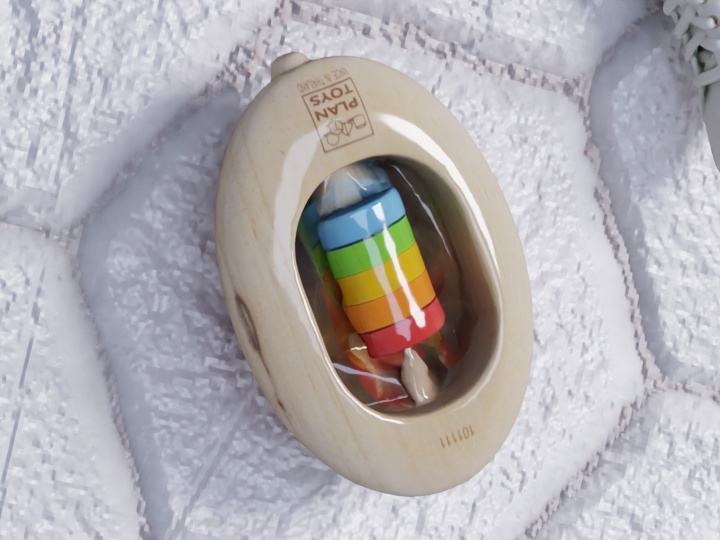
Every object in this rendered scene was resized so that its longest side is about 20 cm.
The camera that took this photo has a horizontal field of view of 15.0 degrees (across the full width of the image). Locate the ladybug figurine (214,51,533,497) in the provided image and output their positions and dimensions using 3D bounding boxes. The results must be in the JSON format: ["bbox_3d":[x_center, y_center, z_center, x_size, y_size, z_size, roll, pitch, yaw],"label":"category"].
[{"bbox_3d":[0.000,0.000,1.184,0.135,0.072,0.201,-21,101,-21],"label":"ladybug figurine"}]

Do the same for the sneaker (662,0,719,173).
[{"bbox_3d":[0.152,-0.134,1.247,0.084,0.073,0.201,-1,81,-20],"label":"sneaker"}]
